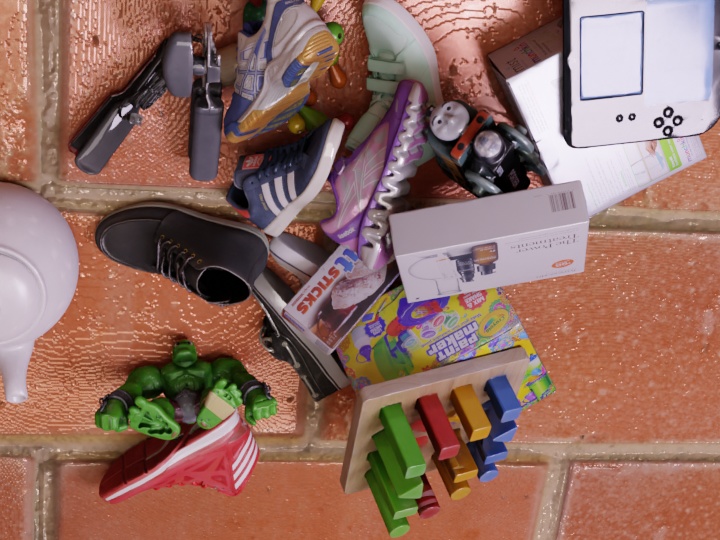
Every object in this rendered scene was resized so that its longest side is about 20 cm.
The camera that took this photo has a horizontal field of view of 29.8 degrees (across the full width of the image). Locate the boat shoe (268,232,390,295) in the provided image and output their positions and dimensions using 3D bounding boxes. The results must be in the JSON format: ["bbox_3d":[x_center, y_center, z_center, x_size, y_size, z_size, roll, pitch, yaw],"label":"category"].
[{"bbox_3d":[-0.034,0.028,1.583,0.199,0.071,0.070,30,105,-29],"label":"boat shoe"}]

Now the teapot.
[{"bbox_3d":[-0.399,0.006,1.462,0.199,0.146,0.198,32,107,-22],"label":"teapot"}]

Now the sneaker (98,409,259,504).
[{"bbox_3d":[-0.213,0.255,1.658,0.199,0.078,0.116,-29,116,7],"label":"sneaker"}]

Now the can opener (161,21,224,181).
[{"bbox_3d":[-0.178,-0.176,1.423,0.066,0.054,0.201,0,141,-11],"label":"can opener"}]

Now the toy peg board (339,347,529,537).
[{"bbox_3d":[0.094,0.201,1.503,0.198,0.098,0.201,-12,145,-17],"label":"toy peg board"}]

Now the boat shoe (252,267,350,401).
[{"bbox_3d":[-0.084,0.079,1.596,0.063,0.071,0.200,-32,119,6],"label":"boat shoe"}]

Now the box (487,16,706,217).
[{"bbox_3d":[0.265,-0.182,1.512,0.175,0.097,0.201,-27,118,5],"label":"box"}]

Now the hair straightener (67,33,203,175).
[{"bbox_3d":[-0.232,-0.176,1.441,0.200,0.077,0.041,-43,130,9],"label":"hair straightener"}]

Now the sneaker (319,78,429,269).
[{"bbox_3d":[0.012,-0.107,1.415,0.088,0.080,0.202,21,100,16],"label":"sneaker"}]

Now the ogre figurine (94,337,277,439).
[{"bbox_3d":[-0.205,0.144,1.579,0.199,0.120,0.099,-23,114,0],"label":"ogre figurine"}]

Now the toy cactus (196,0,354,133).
[{"bbox_3d":[-0.095,-0.222,1.441,0.164,0.103,0.201,-14,127,8],"label":"toy cactus"}]

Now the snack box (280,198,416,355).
[{"bbox_3d":[0.000,0.000,1.520,0.072,0.024,0.200,39,65,5],"label":"snack box"}]

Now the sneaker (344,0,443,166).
[{"bbox_3d":[0.026,-0.188,1.455,0.118,0.073,0.201,-40,124,-27],"label":"sneaker"}]

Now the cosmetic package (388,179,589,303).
[{"bbox_3d":[0.136,-0.027,1.417,0.198,0.052,0.151,-10,161,4],"label":"cosmetic package"}]

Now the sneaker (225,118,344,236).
[{"bbox_3d":[-0.088,-0.109,1.464,0.084,0.075,0.200,29,141,-12],"label":"sneaker"}]

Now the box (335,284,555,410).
[{"bbox_3d":[0.097,0.104,1.569,0.199,0.123,0.193,-28,147,4],"label":"box"}]

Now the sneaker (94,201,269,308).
[{"bbox_3d":[-0.205,-0.018,1.493,0.198,0.106,0.075,5,117,3],"label":"sneaker"}]

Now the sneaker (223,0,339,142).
[{"bbox_3d":[-0.093,-0.208,1.373,0.088,0.075,0.200,57,139,8],"label":"sneaker"}]

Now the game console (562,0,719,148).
[{"bbox_3d":[0.300,-0.232,1.427,0.175,0.031,0.202,-8,115,-8],"label":"game console"}]

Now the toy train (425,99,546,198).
[{"bbox_3d":[0.127,-0.121,1.434,0.114,0.200,0.086,34,90,17],"label":"toy train"}]
